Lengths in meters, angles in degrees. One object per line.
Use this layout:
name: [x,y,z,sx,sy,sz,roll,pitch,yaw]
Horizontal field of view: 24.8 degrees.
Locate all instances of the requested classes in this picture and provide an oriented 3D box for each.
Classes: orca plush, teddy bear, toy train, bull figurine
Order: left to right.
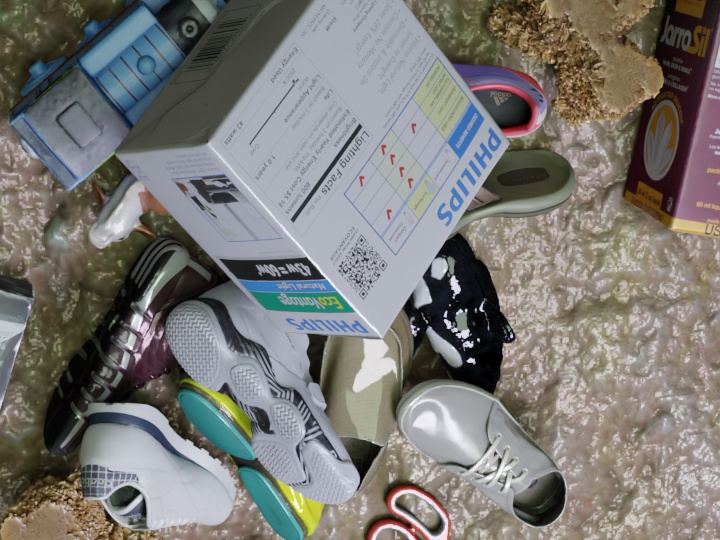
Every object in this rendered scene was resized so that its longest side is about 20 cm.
teddy bear: [-0.228,0.252,1.363,0.144,0.067,0.200,-37,115,9]
toy train: [-0.177,-0.150,1.237,0.199,0.114,0.087,-40,111,0]
bull figurine: [-0.126,-0.081,1.278,0.198,0.121,0.066,-24,86,-13]
orca plush: [0.093,0.059,1.365,0.104,0.071,0.203,-16,110,-40]
teddy bear: [0.172,-0.220,1.336,0.145,0.067,0.200,-44,103,-3]

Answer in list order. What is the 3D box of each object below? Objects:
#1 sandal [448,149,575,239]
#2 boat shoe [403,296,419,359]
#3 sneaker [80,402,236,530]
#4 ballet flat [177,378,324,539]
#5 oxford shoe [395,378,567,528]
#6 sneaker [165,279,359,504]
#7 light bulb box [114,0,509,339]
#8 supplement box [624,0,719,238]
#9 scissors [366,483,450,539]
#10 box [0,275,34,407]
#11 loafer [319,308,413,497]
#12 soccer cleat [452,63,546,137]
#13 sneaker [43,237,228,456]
sandal: [0.085,-0.075,1.332,0.199,0.080,0.058,-15,147,-22]
boat shoe: [0.000,0.000,1.347,0.069,0.066,0.202,-24,109,-6]
sneaker: [-0.165,0.175,1.311,0.076,0.081,0.200,-8,151,24]
ballet flat: [-0.083,0.141,1.361,0.067,0.066,0.201,-52,129,-28]
oxford shoe: [0.108,0.153,1.362,0.075,0.058,0.200,-45,124,10]
sneaker: [-0.053,0.080,1.288,0.200,0.075,0.115,48,49,-3]
light bulb box: [-0.030,-0.089,1.176,0.200,0.124,0.199,49,62,-29]
supplement box: [0.294,-0.137,1.356,0.085,0.110,0.203,7,103,-15]
scissors: [0.089,0.267,1.471,0.199,0.014,0.073,39,92,-18]
box: [-0.361,0.088,1.295,0.156,0.050,0.202,17,101,-17]
loafer: [0.002,0.109,1.346,0.075,0.068,0.202,6,124,4]
soccer cleat: [0.050,-0.136,1.303,0.197,0.077,0.068,4,106,0]
sneaker: [-0.165,0.082,1.330,0.115,0.076,0.201,30,100,-27]
